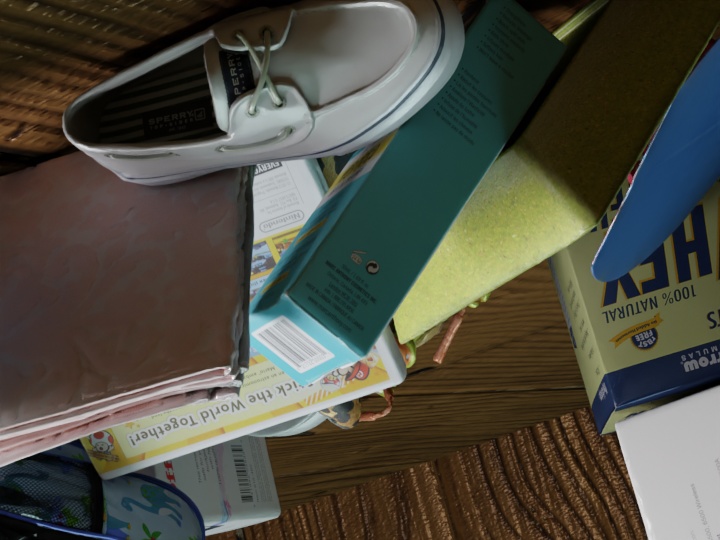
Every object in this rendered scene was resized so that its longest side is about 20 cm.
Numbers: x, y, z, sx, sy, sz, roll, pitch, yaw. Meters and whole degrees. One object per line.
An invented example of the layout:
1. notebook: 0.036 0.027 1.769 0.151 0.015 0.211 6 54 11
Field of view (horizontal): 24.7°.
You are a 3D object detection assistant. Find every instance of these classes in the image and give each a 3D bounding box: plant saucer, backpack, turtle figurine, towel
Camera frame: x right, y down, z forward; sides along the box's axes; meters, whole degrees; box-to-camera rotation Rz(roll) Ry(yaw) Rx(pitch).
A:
1. plant saucer: 0.095 -0.073 0.876 0.201 0.048 0.199 -55 -170 -31
2. backpack: -0.194 0.194 1.021 0.198 0.147 0.184 17 115 -22
3. turtle figurine: 0.049 0.036 1.324 0.161 0.064 0.200 -48 179 -45
4. towel: -0.141 0.010 0.814 0.189 0.201 0.032 -16 130 13

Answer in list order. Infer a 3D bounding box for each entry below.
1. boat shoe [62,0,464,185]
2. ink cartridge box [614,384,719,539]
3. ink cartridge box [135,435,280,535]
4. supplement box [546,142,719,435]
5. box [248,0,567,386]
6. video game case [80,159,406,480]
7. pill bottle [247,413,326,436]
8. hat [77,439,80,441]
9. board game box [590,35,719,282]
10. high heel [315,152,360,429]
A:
1. boat shoe: -0.049 -0.082 0.767 0.198 0.074 0.067 -21 167 25
2. ink cartridge box: 0.284 0.129 1.012 0.198 0.146 0.147 -23 166 23
3. ink cartridge box: -0.146 0.121 1.206 0.082 0.147 0.200 -17 168 18
4. supplement box: 0.198 -0.011 1.101 0.133 0.202 0.200 -16 168 3
5. box: 0.020 -0.041 0.806 0.201 0.049 0.082 -56 -169 -24
6. video game case: -0.097 0.013 0.930 0.198 0.183 0.023 -19 -159 13
7. pill bottle: -0.053 0.056 1.186 0.113 0.115 0.200 -18 -178 10
8. hat: -0.247 0.046 1.036 0.198 0.082 0.201 1 145 1
9. board game box: 0.175 -0.086 0.914 0.158 0.039 0.201 -32 151 -44
10. high heel: 0.000 0.000 0.958 0.141 0.201 0.072 -16 -156 20
